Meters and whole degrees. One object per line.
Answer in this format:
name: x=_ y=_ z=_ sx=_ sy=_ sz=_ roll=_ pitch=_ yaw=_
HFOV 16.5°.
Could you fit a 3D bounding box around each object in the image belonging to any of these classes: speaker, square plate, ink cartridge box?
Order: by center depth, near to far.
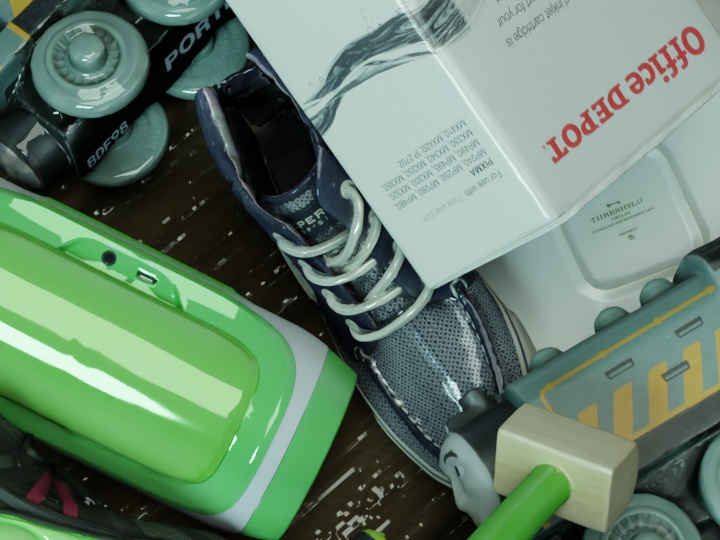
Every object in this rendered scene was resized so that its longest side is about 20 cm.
ink cartridge box: x=0.033 y=-0.116 z=0.951 sx=0.145 sy=0.084 sz=0.201 roll=-38 pitch=95 yaw=-42
speaker: x=-0.105 y=0.028 z=0.958 sx=0.199 sy=0.088 sz=0.089 roll=27 pitch=70 yaw=-4
square plate: x=0.110 y=-0.018 z=1.035 sx=0.199 sy=0.028 sz=0.199 roll=-20 pitch=73 yaw=-11

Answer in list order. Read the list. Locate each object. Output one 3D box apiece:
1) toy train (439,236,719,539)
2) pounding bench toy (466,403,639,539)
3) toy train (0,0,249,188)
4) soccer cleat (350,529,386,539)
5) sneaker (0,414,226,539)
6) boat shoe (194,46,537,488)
toy train: x=0.127 y=0.059 z=0.937 sx=0.199 sy=0.085 sz=0.114 roll=-30 pitch=74 yaw=-12
pounding bench toy: x=0.029 y=0.146 z=0.815 sx=0.123 sy=0.156 sz=0.202 roll=9 pitch=92 yaw=25
toy train: x=-0.097 y=-0.125 z=1.023 sx=0.114 sy=0.085 sz=0.200 roll=35 pitch=72 yaw=20
soccer cleat: x=0.029 y=0.195 z=0.933 sx=0.081 sy=0.068 sz=0.201 roll=-25 pitch=76 yaw=-9
sneaker: x=-0.123 y=0.088 z=0.914 sx=0.199 sy=0.077 sz=0.084 roll=22 pitch=45 yaw=-37
boat shoe: x=0.000 y=0.000 z=0.974 sx=0.075 sy=0.093 sz=0.201 roll=-37 pitch=71 yaw=15
